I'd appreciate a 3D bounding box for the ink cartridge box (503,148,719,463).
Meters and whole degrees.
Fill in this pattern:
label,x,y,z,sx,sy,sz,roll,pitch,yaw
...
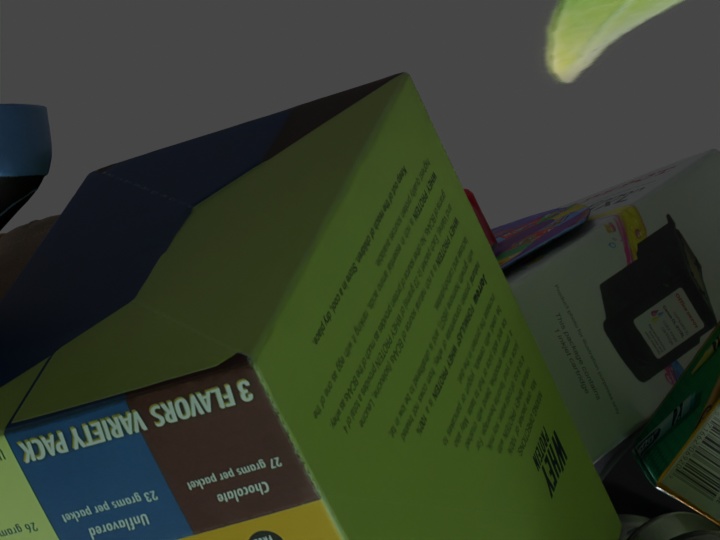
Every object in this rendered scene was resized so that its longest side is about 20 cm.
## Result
label,x,y,z,sx,sy,sz,roll,pitch,yaw
ink cartridge box,0.069,0.034,1.241,0.146,0.083,0.200,-22,-173,43

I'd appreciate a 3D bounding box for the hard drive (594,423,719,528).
label,x,y,z,sx,sy,sz,roll,pitch,yaw
hard drive,0.165,0.104,1.229,0.200,0.135,0.042,-34,166,-45

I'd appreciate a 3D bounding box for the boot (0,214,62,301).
label,x,y,z,sx,sy,sz,roll,pitch,yaw
boot,-0.125,0.038,1.047,0.075,0.074,0.200,-27,-153,26

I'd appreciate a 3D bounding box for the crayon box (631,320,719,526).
label,x,y,z,sx,sy,sz,roll,pitch,yaw
crayon box,0.215,0.030,1.146,0.200,0.119,0.058,-55,-168,8

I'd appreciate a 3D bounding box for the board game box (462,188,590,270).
label,x,y,z,sx,sy,sz,roll,pitch,yaw
board game box,0.000,0.000,1.217,0.200,0.039,0.158,-30,-173,-31

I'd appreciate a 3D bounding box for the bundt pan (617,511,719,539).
label,x,y,z,sx,sy,sz,roll,pitch,yaw
bundt pan,0.080,0.159,1.057,0.202,0.076,0.202,-23,-158,10

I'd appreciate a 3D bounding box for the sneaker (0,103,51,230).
label,x,y,z,sx,sy,sz,roll,pitch,yaw
sneaker,-0.158,0.002,0.966,0.070,0.078,0.200,-4,168,-35

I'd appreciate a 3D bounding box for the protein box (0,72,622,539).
label,x,y,z,sx,sy,sz,roll,pitch,yaw
protein box,-0.024,0.077,0.982,0.135,0.200,0.199,-16,-156,24
